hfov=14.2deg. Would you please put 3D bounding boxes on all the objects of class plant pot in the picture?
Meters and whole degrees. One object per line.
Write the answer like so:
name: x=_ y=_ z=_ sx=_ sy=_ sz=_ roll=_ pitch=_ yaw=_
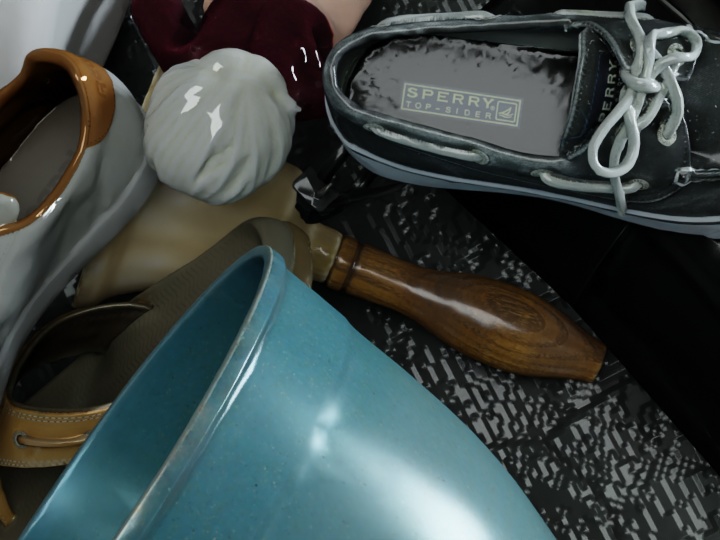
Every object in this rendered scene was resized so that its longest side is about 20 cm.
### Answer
plant pot: x=-0.013 y=0.126 z=0.936 sx=0.188 sy=0.200 sz=0.200 roll=35 pitch=82 yaw=-10

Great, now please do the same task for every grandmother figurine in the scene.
grandmother figurine: x=-0.032 y=-0.085 z=1.070 sx=0.121 sy=0.200 sz=0.061 roll=8 pitch=121 yaw=11

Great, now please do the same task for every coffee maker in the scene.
coffee maker: x=0.113 y=-0.013 z=1.067 sx=0.192 sy=0.135 sz=0.200 roll=-43 pitch=79 yaw=-3

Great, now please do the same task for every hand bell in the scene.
hand bell: x=0.000 y=0.000 z=1.105 sx=0.199 sy=0.104 sz=0.105 roll=21 pitch=80 yaw=-3

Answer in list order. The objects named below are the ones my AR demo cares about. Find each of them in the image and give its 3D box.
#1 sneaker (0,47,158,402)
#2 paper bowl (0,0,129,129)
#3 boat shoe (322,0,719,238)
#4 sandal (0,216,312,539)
sneaker: x=-0.152 y=0.005 z=1.001 sx=0.073 sy=0.085 sz=0.200 roll=29 pitch=79 yaw=24
paper bowl: x=-0.143 y=-0.127 z=1.074 sx=0.104 sy=0.201 sz=0.202 roll=17 pitch=79 yaw=7
boat shoe: x=0.085 y=-0.058 z=0.974 sx=0.198 sy=0.068 sz=0.074 roll=10 pitch=82 yaw=6
sandal: x=-0.098 y=0.045 z=1.049 sx=0.200 sy=0.054 sz=0.081 roll=-42 pitch=39 yaw=25
